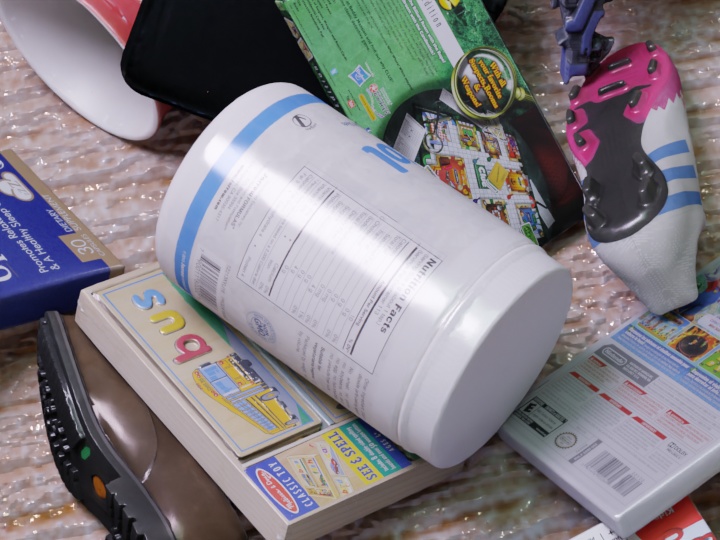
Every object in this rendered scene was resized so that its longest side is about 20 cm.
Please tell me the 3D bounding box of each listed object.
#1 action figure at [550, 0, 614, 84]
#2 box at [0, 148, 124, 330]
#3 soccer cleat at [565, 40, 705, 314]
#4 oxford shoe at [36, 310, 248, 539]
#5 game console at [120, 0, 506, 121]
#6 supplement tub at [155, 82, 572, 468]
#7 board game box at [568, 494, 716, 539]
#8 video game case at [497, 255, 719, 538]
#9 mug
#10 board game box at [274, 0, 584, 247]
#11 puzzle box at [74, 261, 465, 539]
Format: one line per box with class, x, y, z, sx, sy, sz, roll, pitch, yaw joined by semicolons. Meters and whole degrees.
action figure;0.147;-0.216;1.466;0.192;0.201;0.105;-4;39;-19
box;-0.248;-0.008;1.451;0.199;0.033;0.121;-17;50;-42
soccer cleat;0.160;-0.052;1.450;0.069;0.087;0.201;-22;31;21
oxford shoe;-0.123;0.097;1.411;0.084;0.073;0.201;-16;54;-24
game console;-0.027;-0.169;1.480;0.199;0.117;0.177;20;39;-18
supplement tub;0.000;0.000;1.368;0.199;0.132;0.132;34;69;20
board game box;0.126;0.238;1.273;0.199;0.056;0.196;-27;57;-7
video game case;0.183;0.055;1.362;0.199;0.018;0.143;-34;29;-11
mug;-0.119;-0.210;1.539;0.200;0.178;0.133;-47;33;-23
board game box;0.044;-0.092;1.437;0.104;0.201;0.023;-31;14;-9
puzzle box;-0.051;0.061;1.403;0.132;0.026;0.200;-22;53;-35
